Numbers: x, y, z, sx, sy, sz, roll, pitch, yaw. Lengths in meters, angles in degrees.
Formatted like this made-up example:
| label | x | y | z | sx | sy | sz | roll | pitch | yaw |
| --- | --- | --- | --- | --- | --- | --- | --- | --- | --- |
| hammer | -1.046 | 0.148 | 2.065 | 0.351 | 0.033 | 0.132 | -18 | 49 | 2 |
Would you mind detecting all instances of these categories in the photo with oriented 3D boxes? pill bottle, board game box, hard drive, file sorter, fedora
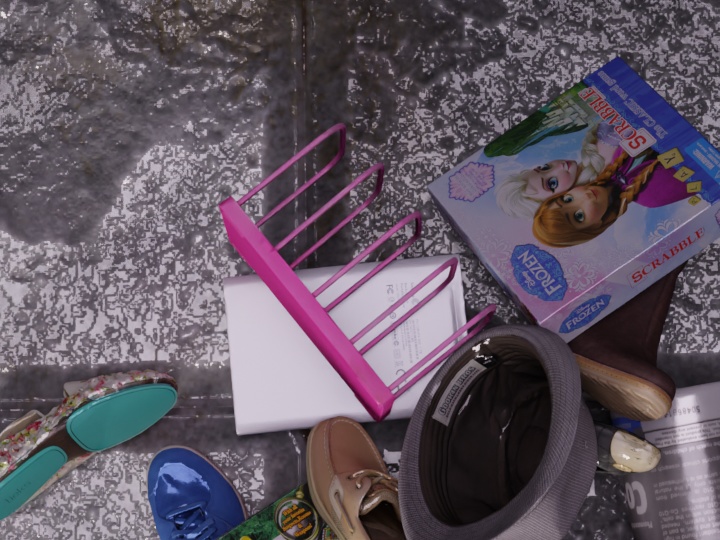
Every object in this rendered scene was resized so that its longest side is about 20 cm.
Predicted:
| label | x | y | z | sx | sy | sz | roll | pitch | yaw |
| --- | --- | --- | --- | --- | --- | --- | --- | --- | --- |
| pill bottle | 0.271 | 0.195 | 1.455 | 0.113 | 0.114 | 0.201 | -10 | 82 | 1 |
| board game box | -0.040 | 0.226 | 1.449 | 0.200 | 0.023 | 0.105 | -28 | 83 | -41 |
| hard drive | -0.010 | 0.062 | 1.526 | 0.199 | 0.025 | 0.132 | -6 | 83 | 1 |
| file sorter | 0.000 | 0.000 | 1.453 | 0.125 | 0.139 | 0.200 | -39 | 83 | -6 |
| fedora | 0.116 | 0.140 | 1.371 | 0.177 | 0.090 | 0.200 | -35 | 38 | 28 |
| board game box | 0.183 | -0.059 | 1.469 | 0.199 | 0.041 | 0.200 | -35 | 44 | -2 |

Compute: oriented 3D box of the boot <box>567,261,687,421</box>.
| label | x | y | z | sx | sy | sz | roll | pitch | yaw |
| --- | --- | --- | --- | --- | --- | --- | --- | --- | --- |
| boot | 0.220 | 0.025 | 1.444 | 0.072 | 0.200 | 0.167 | 41 | 83 | -25 |

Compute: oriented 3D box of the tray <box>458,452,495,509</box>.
| label | x | y | z | sx | sy | sz | roll | pitch | yaw |
| --- | --- | --- | --- | --- | --- | --- | --- | --- | --- |
| tray | 0.068 | 0.247 | 1.411 | 0.037 | 0.099 | 0.200 | 16 | 46 | -8 |

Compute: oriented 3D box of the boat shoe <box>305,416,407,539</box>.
| label | x | y | z | sx | sy | sz | roll | pitch | yaw |
| --- | --- | --- | --- | --- | --- | --- | --- | --- | --- |
| boat shoe | 0.013 | 0.189 | 1.434 | 0.071 | 0.065 | 0.200 | 1 | 48 | -29 |

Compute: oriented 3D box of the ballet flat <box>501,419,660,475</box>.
| label | x | y | z | sx | sy | sz | roll | pitch | yaw |
| --- | --- | --- | --- | --- | --- | --- | --- | --- | --- |
| ballet flat | 0.157 | 0.151 | 1.444 | 0.066 | 0.200 | 0.057 | 38 | 62 | -32 |

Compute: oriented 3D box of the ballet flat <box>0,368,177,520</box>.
| label | x | y | z | sx | sy | sz | roll | pitch | yaw |
| --- | --- | --- | --- | --- | --- | --- | --- | --- | --- |
| ballet flat | -0.247 | 0.130 | 1.509 | 0.200 | 0.076 | 0.064 | -32 | 49 | -7 |

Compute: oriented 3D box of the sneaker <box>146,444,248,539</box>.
| label | x | y | z | sx | sy | sz | roll | pitch | yaw |
| --- | --- | --- | --- | --- | --- | --- | --- | --- | --- |
| sneaker | -0.122 | 0.232 | 1.466 | 0.077 | 0.111 | 0.201 | -21 | 83 | 0 |
